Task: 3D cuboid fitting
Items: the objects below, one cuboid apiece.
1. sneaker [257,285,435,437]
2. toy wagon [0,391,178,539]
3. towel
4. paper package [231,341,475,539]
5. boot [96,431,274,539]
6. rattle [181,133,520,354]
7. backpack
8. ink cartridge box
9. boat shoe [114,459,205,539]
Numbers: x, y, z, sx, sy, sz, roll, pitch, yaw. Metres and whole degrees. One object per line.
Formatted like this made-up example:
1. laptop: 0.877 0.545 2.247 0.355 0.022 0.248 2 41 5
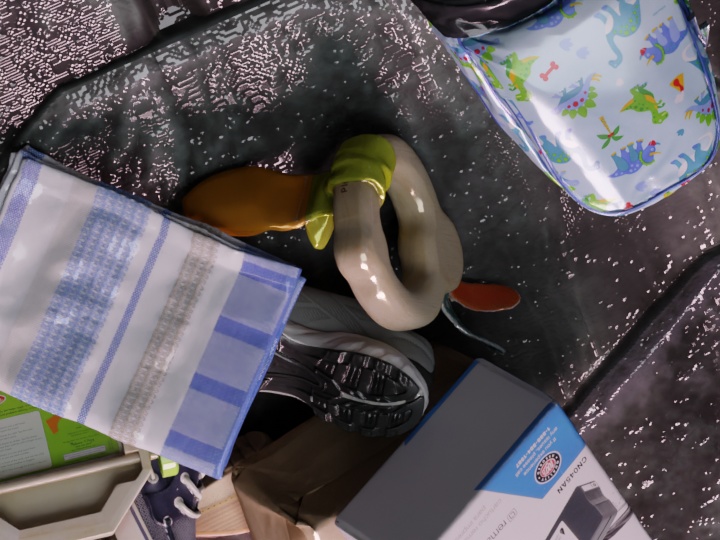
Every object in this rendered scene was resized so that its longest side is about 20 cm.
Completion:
1. sneaker: -0.044 0.041 1.580 0.200 0.079 0.074 24 122 6
2. toy wagon: -0.205 0.075 1.542 0.155 0.040 0.200 -12 80 -11
3. towel: -0.150 0.026 1.509 0.200 0.024 0.147 23 87 3
4. paper package: 0.033 0.179 1.656 0.191 0.103 0.200 -32 126 -22
5. boot: -0.109 0.215 1.693 0.200 0.072 0.166 -27 123 -1
6. rattle: 0.000 0.000 1.590 0.143 0.130 0.200 -26 153 16
7. backpack: 0.141 -0.131 1.510 0.163 0.154 0.200 -31 138 -3
8. ink cartridge box: 0.097 0.178 1.580 0.145 0.084 0.200 -48 132 -13
9. boat shoe: -0.122 0.135 1.589 0.093 0.075 0.200 -27 86 -2
